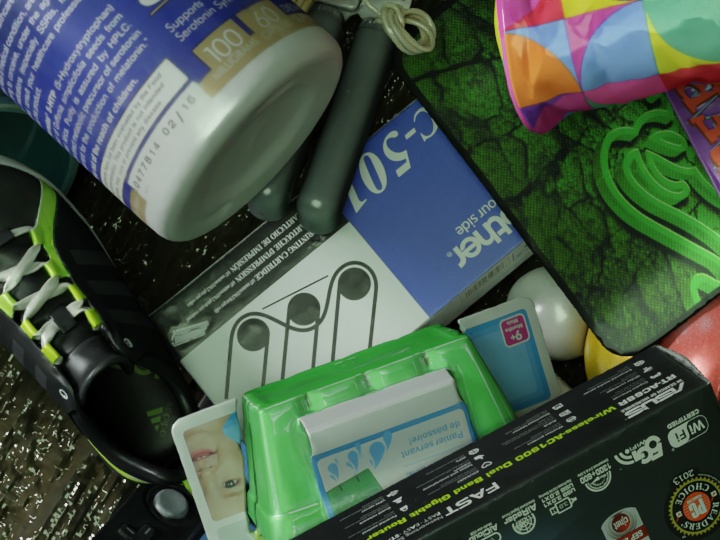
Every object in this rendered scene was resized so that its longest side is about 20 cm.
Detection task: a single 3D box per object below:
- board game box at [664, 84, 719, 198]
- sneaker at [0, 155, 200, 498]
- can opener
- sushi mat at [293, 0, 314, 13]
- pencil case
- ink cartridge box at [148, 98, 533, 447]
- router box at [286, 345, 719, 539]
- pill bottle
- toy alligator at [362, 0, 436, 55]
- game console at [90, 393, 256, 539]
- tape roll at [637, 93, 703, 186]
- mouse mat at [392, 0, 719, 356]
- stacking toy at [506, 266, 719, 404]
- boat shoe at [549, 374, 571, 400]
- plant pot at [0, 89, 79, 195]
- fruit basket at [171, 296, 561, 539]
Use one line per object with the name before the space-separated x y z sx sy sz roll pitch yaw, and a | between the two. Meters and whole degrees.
board game box | 0.190 -0.119 0.879 0.120 0.032 0.201 -29 77 14
sneaker | -0.131 0.025 0.894 0.072 0.083 0.200 -42 108 -10
can opener | -0.009 -0.116 0.943 0.052 0.067 0.201 15 71 9
sushi mat | -0.054 -0.174 0.933 0.095 0.012 0.200 31 101 -4
pencil case | 0.158 -0.116 0.830 0.199 0.088 0.089 -9 91 15
ink cartridge box | 0.000 0.000 0.954 0.200 0.044 0.094 -40 76 -5
router box | 0.086 0.147 0.839 0.199 0.062 0.150 -27 109 -7
pill bottle | -0.117 -0.120 0.866 0.200 0.120 0.120 42 98 10
toy alligator | -0.048 -0.166 0.903 0.200 0.059 0.054 46 140 -6
game console | -0.014 0.132 0.958 0.200 0.176 0.117 33 125 7
tape roll | 0.234 -0.099 0.921 0.199 0.048 0.201 0 89 9
mouse mat | 0.128 -0.080 0.906 0.161 0.008 0.200 -38 76 8
stacking toy | 0.160 0.045 0.930 0.199 0.146 0.147 21 96 23
boat shoe | 0.124 0.120 0.951 0.200 0.062 0.072 54 129 8
plant pot | -0.272 -0.094 0.957 0.200 0.200 0.188 -34 71 9
fruit basket | 0.027 0.134 0.887 0.185 0.094 0.201 -18 91 -10
